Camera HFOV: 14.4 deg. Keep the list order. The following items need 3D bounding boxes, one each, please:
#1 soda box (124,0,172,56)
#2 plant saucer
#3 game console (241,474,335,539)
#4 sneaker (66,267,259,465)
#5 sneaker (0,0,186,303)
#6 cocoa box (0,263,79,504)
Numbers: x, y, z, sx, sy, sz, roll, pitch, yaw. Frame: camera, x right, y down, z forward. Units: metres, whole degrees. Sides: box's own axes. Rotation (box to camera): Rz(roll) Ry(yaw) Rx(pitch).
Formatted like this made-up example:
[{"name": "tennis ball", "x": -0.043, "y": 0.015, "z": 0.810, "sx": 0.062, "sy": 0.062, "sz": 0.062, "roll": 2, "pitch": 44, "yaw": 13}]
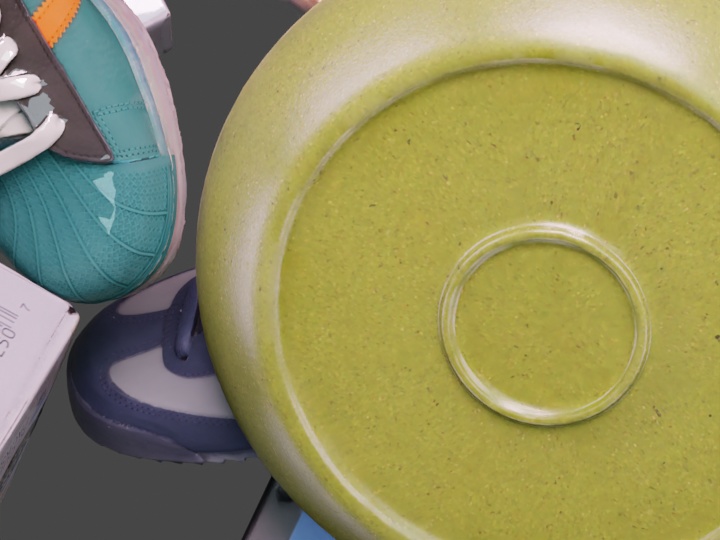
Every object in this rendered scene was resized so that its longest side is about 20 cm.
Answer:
[{"name": "soda box", "x": -0.129, "y": -0.143, "z": 0.849, "sx": 0.068, "sy": 0.064, "sz": 0.201, "roll": -27, "pitch": 88, "yaw": -5}, {"name": "plant saucer", "x": 0.050, "y": 0.010, "z": 0.751, "sx": 0.199, "sy": 0.031, "sz": 0.201, "roll": 4, "pitch": 111, "yaw": 10}, {"name": "game console", "x": 0.056, "y": 0.099, "z": 0.816, "sx": 0.116, "sy": 0.176, "sz": 0.201, "roll": 28, "pitch": 83, "yaw": -29}, {"name": "sneaker", "x": 0.000, "y": 0.000, "z": 0.811, "sx": 0.199, "sy": 0.082, "sz": 0.070, "roll": -12, "pitch": 49, "yaw": 14}, {"name": "sneaker", "x": -0.115, "y": -0.078, "z": 0.748, "sx": 0.071, "sy": 0.080, "sz": 0.201, "roll": -26, "pitch": 91, "yaw": 24}, {"name": "cocoa box", "x": -0.184, "y": 0.082, "z": 0.758, "sx": 0.133, "sy": 0.131, "sz": 0.201, "roll": 28, "pitch": 57, "yaw": 0}]
